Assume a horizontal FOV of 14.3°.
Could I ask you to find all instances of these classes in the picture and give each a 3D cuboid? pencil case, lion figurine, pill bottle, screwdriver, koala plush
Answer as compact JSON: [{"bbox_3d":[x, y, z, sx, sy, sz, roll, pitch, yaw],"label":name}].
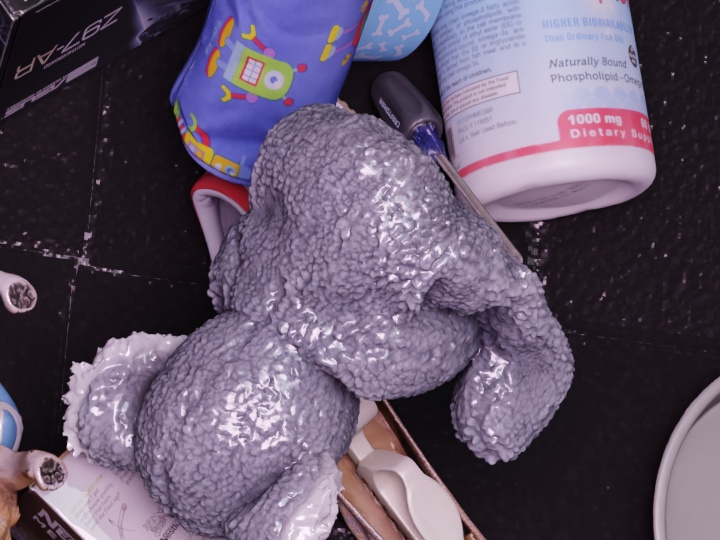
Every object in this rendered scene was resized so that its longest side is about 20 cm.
[{"bbox_3d":[-0.037,-0.135,1.402,0.087,0.200,0.078,15,40,-5],"label":"pencil case"},{"bbox_3d":[-0.198,0.058,1.349,0.072,0.122,0.200,0,79,-33],"label":"lion figurine"},{"bbox_3d":[0.091,-0.134,1.540,0.109,0.109,0.200,-5,79,-18],"label":"pill bottle"},{"bbox_3d":[0.043,-0.049,1.482,0.029,0.200,0.028,-41,126,11],"label":"screwdriver"},{"bbox_3d":[-0.031,0.041,1.327,0.177,0.184,0.200,38,77,27],"label":"koala plush"}]

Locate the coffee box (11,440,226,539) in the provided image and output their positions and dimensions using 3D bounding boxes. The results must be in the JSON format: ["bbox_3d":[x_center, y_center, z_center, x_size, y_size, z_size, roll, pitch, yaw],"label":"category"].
[{"bbox_3d":[-0.078,0.158,1.419,0.200,0.114,0.080,45,69,-3],"label":"coffee box"}]

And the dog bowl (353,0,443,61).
[{"bbox_3d":[0.009,-0.204,1.536,0.050,0.111,0.200,11,74,-28],"label":"dog bowl"}]

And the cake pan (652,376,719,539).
[{"bbox_3d":[0.247,0.143,1.560,0.200,0.037,0.201,4,76,-16],"label":"cake pan"}]

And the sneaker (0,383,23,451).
[{"bbox_3d":[-0.258,0.044,1.415,0.200,0.072,0.072,25,73,-8],"label":"sneaker"}]

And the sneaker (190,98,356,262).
[{"bbox_3d":[0.000,0.000,1.493,0.200,0.071,0.112,42,56,4],"label":"sneaker"}]

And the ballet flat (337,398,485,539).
[{"bbox_3d":[0.005,0.094,1.483,0.068,0.067,0.200,-40,90,-22],"label":"ballet flat"}]

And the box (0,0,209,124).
[{"bbox_3d":[-0.115,-0.160,1.456,0.200,0.160,0.044,-32,82,-21],"label":"box"}]
